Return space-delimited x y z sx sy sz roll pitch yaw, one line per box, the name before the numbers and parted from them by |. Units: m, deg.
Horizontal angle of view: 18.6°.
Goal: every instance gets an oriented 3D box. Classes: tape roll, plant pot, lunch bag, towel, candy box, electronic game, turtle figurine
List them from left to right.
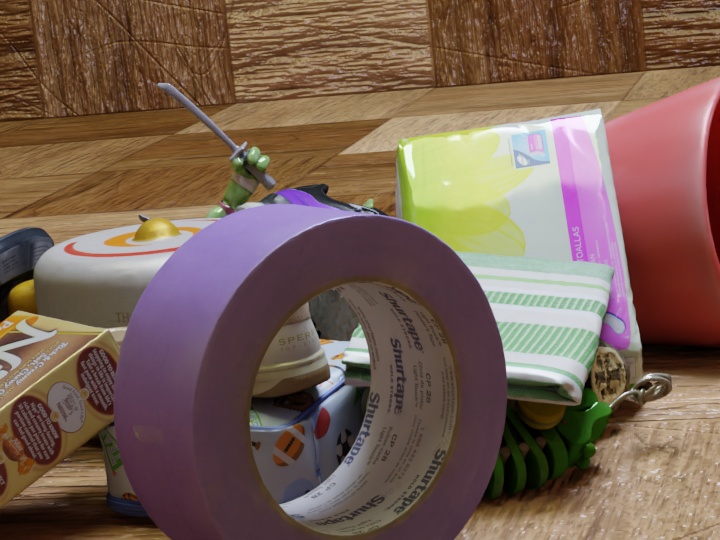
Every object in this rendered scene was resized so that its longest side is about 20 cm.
electronic game | -0.306 0.040 1.631 0.200 0.042 0.200 -41 -7 -6
candy box | -0.240 0.104 1.304 0.200 0.056 0.115 -37 26 -29
turtle figurine | -0.086 -0.032 1.821 0.192 0.202 0.144 3 26 2
lunch bag | -0.064 0.097 1.373 0.159 0.076 0.200 -3 12 28
tape roll | -0.024 0.067 1.161 0.199 0.202 0.085 -13 13 -33
towel | 0.075 0.032 1.358 0.151 0.024 0.200 4 20 9
plant pot | 0.216 -0.031 1.615 0.176 0.202 0.200 -9 7 33

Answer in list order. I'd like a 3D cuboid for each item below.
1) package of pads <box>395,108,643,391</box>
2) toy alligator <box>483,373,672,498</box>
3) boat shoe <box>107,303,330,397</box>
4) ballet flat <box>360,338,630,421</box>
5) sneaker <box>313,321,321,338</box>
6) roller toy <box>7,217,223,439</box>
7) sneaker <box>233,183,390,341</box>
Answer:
package of pads | 0.103 -0.005 1.494 0.153 0.202 0.068 -8 -30 4
toy alligator | 0.112 0.102 1.312 0.198 0.060 0.055 -9 53 -23
boat shoe | -0.099 0.038 1.338 0.199 0.066 0.072 0 15 46
ballet flat | 0.092 0.075 1.358 0.199 0.068 0.046 -4 -9 -32
sneaker | -0.024 0.028 1.671 0.198 0.084 0.071 -3 7 11
roller toy | -0.139 0.032 1.564 0.181 0.141 0.199 -12 12 -30
sneaker | 0.000 -0.001 1.612 0.099 0.070 0.200 -25 54 -28
